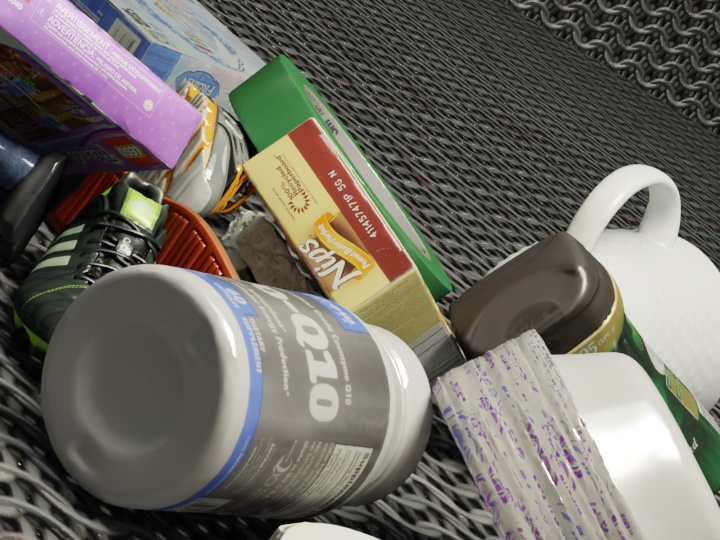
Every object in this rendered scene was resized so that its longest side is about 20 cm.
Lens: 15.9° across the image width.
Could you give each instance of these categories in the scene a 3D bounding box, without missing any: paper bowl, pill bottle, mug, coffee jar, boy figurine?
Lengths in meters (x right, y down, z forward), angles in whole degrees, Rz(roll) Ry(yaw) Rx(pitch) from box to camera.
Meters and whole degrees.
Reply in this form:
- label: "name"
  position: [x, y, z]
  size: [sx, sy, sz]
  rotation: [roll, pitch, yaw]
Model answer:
- label: "paper bowl"
  position: [0.124, 0.124, 1.329]
  size: [0.201, 0.104, 0.201]
  rotation: [63, 0, 0]
- label: "pill bottle"
  position: [-0.053, 0.063, 1.256]
  size: [0.114, 0.114, 0.200]
  rotation: [42, 15, 28]
- label: "mug"
  position: [0.159, 0.023, 1.741]
  size: [0.147, 0.201, 0.175]
  rotation: [30, 18, 32]
- label: "coffee jar"
  position: [0.141, 0.073, 1.596]
  size: [0.200, 0.104, 0.085]
  rotation: [51, 11, -31]
- label: "boy figurine"
  position: [-0.251, -0.089, 1.383]
  size: [0.199, 0.065, 0.124]
  rotation: [33, -19, -1]

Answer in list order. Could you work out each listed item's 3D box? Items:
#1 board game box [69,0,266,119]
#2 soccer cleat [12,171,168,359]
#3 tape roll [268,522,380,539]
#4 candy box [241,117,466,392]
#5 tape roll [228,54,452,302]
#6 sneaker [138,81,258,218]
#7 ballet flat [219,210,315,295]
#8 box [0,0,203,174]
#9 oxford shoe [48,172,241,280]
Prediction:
- label: "board game box"
  position: [-0.167, -0.192, 2.029]
  size: [0.200, 0.043, 0.199]
  rotation: [43, 16, 34]
- label: "soccer cleat"
  position: [-0.136, -0.001, 1.349]
  size: [0.067, 0.081, 0.200]
  rotation: [32, 14, -12]
- label: "tape roll"
  position: [0.034, 0.192, 1.188]
  size: [0.202, 0.037, 0.203]
  rotation: [32, 13, -9]
- label: "candy box"
  position: [0.000, 0.000, 1.548]
  size: [0.116, 0.055, 0.200]
  rotation: [56, 0, 22]
- label: "tape roll"
  position: [-0.013, -0.054, 1.773]
  size: [0.201, 0.048, 0.200]
  rotation: [54, 5, -7]
- label: "sneaker"
  position: [-0.099, -0.070, 1.705]
  size: [0.077, 0.078, 0.200]
  rotation: [39, 12, -13]
- label: "ballet flat"
  position: [-0.059, 0.023, 1.505]
  size: [0.072, 0.072, 0.200]
  rotation: [26, 14, -32]
- label: "box"
  position: [-0.194, -0.107, 1.419]
  size: [0.137, 0.039, 0.200]
  rotation: [40, -22, -30]
- label: "oxford shoe"
  position: [-0.103, -0.003, 1.472]
  size: [0.072, 0.071, 0.200]
  rotation: [29, 13, -45]
